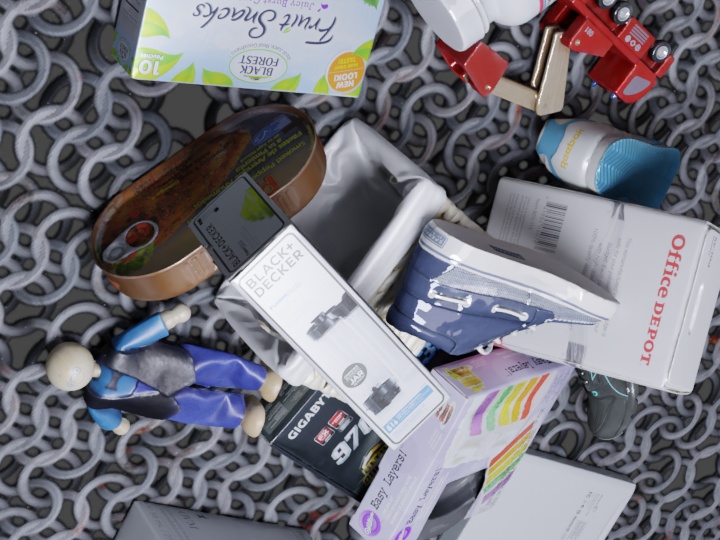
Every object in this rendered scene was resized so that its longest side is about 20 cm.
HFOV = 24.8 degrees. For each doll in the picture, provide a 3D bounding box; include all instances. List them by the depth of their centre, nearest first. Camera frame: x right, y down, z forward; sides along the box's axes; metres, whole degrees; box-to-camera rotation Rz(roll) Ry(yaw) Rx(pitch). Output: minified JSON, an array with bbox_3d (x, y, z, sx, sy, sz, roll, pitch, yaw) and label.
[{"bbox_3d":[-0.167,0.087,1.362,0.199,0.049,0.137,11,119,-29],"label":"doll"}]

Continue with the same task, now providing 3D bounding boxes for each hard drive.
[{"bbox_3d":[0.185,0.254,1.698,0.200,0.026,0.132,19,106,-38],"label":"hard drive"}]

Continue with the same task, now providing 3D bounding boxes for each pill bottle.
[{"bbox_3d":[0.134,-0.266,1.299,0.200,0.109,0.109,-37,131,-7],"label":"pill bottle"}]

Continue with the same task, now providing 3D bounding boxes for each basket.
[{"bbox_3d":[0.000,0.000,1.359,0.123,0.136,0.200,31,98,-42],"label":"basket"}]

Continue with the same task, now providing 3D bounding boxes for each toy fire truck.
[{"bbox_3d":[0.172,-0.185,1.411,0.141,0.049,0.200,-51,132,5],"label":"toy fire truck"}]

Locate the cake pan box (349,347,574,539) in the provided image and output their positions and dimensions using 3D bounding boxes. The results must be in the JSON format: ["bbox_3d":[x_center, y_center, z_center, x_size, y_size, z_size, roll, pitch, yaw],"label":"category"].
[{"bbox_3d":[0.095,0.162,1.518,0.184,0.052,0.200,-8,133,-49],"label":"cake pan box"}]

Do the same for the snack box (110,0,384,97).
[{"bbox_3d":[-0.077,-0.211,1.236,0.199,0.053,0.143,1,118,-32],"label":"snack box"}]

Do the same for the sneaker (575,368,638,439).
[{"bbox_3d":[0.229,0.075,1.601,0.079,0.075,0.201,-6,115,-13],"label":"sneaker"}]

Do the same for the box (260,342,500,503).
[{"bbox_3d":[0.019,0.103,1.489,0.200,0.046,0.159,-49,132,3],"label":"box"}]

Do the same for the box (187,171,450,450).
[{"bbox_3d":[-0.030,0.030,1.202,0.060,0.117,0.200,-43,119,0],"label":"box"}]

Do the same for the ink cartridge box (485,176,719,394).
[{"bbox_3d":[0.204,0.014,1.421,0.083,0.199,0.147,17,88,-60],"label":"ink cartridge box"}]

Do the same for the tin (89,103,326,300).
[{"bbox_3d":[-0.116,-0.053,1.268,0.200,0.112,0.042,-36,130,-8],"label":"tin"}]

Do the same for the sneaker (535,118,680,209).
[{"bbox_3d":[0.229,-0.097,1.486,0.200,0.081,0.077,20,97,-60],"label":"sneaker"}]

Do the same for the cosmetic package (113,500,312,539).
[{"bbox_3d":[-0.105,0.317,1.439,0.200,0.199,0.123,18,107,-38],"label":"cosmetic package"}]

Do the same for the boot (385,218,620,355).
[{"bbox_3d":[0.114,0.028,1.320,0.199,0.073,0.091,19,106,-30],"label":"boot"}]
